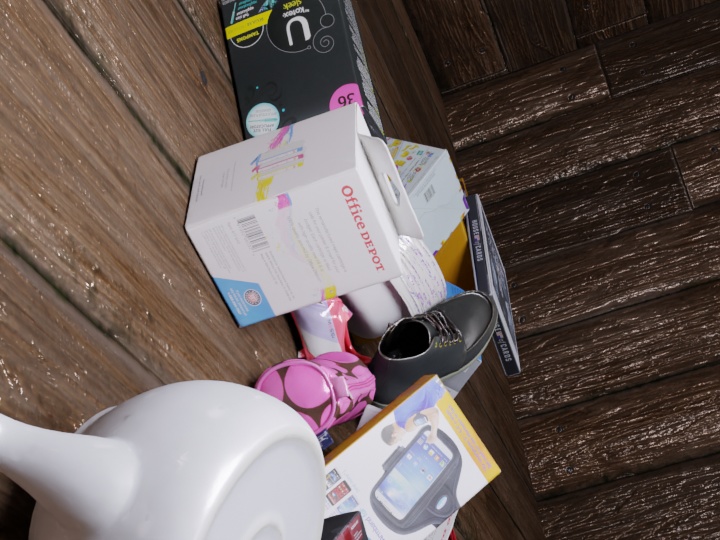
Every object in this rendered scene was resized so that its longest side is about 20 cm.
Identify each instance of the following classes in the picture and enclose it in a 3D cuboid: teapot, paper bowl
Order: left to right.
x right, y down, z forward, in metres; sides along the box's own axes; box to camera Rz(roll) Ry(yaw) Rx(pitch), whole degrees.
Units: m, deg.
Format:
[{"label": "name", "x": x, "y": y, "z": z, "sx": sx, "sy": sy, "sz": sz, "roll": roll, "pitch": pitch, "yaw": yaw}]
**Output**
[{"label": "teapot", "x": -0.117, "y": 0.148, "z": 0.664, "sx": 0.197, "sy": 0.144, "sz": 0.204, "roll": -32, "pitch": 131, "yaw": -57}, {"label": "paper bowl", "x": 0.000, "y": 0.000, "z": 1.389, "sx": 0.200, "sy": 0.104, "sz": 0.201, "roll": 40, "pitch": -18, "yaw": 16}]

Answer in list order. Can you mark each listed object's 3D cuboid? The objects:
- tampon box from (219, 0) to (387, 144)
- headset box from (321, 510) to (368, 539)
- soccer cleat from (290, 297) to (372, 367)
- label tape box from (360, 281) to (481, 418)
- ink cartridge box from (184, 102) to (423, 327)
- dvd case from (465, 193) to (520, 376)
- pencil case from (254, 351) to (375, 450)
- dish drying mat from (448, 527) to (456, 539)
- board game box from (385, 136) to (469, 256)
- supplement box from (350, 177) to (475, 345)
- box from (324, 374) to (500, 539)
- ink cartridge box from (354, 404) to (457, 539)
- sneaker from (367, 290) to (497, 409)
[{"label": "tampon box", "x": -0.069, "y": -0.241, "z": 1.415, "sx": 0.126, "sy": 0.148, "sz": 0.203, "roll": 45, "pitch": 30, "yaw": -68}, {"label": "headset box", "x": -0.025, "y": 0.311, "z": 1.016, "sx": 0.149, "sy": 0.076, "sz": 0.203, "roll": -10, "pitch": 82, "yaw": -79}, {"label": "soccer cleat", "x": -0.051, "y": 0.033, "z": 1.293, "sx": 0.067, "sy": 0.075, "sz": 0.203, "roll": -76, "pitch": 147, "yaw": -69}, {"label": "label tape box", "x": 0.072, "y": 0.131, "z": 1.467, "sx": 0.065, "sy": 0.201, "sz": 0.144, "roll": 25, "pitch": 28, "yaw": -13}, {"label": "ink cartridge box", "x": -0.048, "y": -0.057, "z": 1.120, "sx": 0.126, "sy": 0.197, "sz": 0.130, "roll": -92, "pitch": 161, "yaw": -53}, {"label": "dvd case", "x": 0.176, "y": 0.017, "z": 1.559, "sx": 0.202, "sy": 0.024, "sz": 0.151, "roll": -91, "pitch": 161, "yaw": -47}, {"label": "pencil case", "x": -0.038, "y": 0.125, "z": 1.178, "sx": 0.092, "sy": 0.093, "sz": 0.200, "roll": 64, "pitch": 9, "yaw": 4}, {"label": "dish drying mat", "x": 0.064, "y": 0.273, "z": 1.438, "sx": 0.200, "sy": 0.018, "sz": 0.078, "roll": 45, "pitch": -22, "yaw": 51}, {"label": "board game box", "x": 0.021, "y": -0.098, "z": 1.480, "sx": 0.105, "sy": 0.198, "sz": 0.104, "roll": -50, "pitch": 135, "yaw": -24}, {"label": "supplement box", "x": 0.071, "y": -0.016, "z": 1.653, "sx": 0.200, "sy": 0.194, "sz": 0.135, "roll": -73, "pitch": 145, "yaw": -69}, {"label": "box", "x": 0.029, "y": 0.208, "z": 1.133, "sx": 0.120, "sy": 0.199, "sz": 0.041, "roll": 54, "pitch": -20, "yaw": -5}, {"label": "ink cartridge box", "x": 0.041, "y": 0.249, "z": 1.260, "sx": 0.146, "sy": 0.083, "sz": 0.200, "roll": -66, "pitch": 156, "yaw": -14}, {"label": "sneaker", "x": 0.090, "y": 0.072, "z": 1.297, "sx": 0.075, "sy": 0.199, "sz": 0.107, "roll": 44, "pitch": -29, "yaw": 17}]
